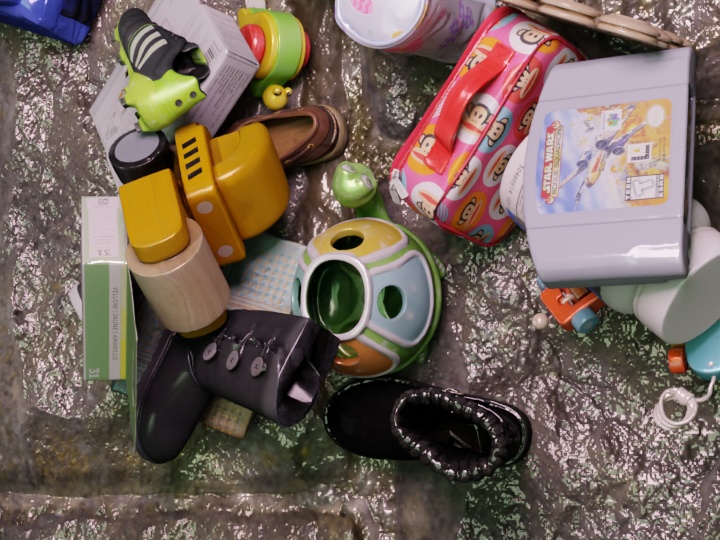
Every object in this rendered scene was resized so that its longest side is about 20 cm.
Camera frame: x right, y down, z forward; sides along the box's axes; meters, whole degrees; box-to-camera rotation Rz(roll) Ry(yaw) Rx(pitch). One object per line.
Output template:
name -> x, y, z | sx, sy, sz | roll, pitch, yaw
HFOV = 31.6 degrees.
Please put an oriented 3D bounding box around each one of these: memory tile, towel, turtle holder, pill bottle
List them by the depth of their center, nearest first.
pill bottle -> 0.220, -0.035, 1.069 | 0.114, 0.114, 0.200 | -51, 52, 11
memory tile -> 0.198, -0.214, 1.082 | 0.153, 0.200, 0.017 | 21, 103, 22
turtle holder -> 0.008, 0.008, 1.177 | 0.141, 0.132, 0.186 | 29, 98, 19
towel -> -0.144, 0.049, 1.253 | 0.147, 0.022, 0.200 | 20, 85, 1

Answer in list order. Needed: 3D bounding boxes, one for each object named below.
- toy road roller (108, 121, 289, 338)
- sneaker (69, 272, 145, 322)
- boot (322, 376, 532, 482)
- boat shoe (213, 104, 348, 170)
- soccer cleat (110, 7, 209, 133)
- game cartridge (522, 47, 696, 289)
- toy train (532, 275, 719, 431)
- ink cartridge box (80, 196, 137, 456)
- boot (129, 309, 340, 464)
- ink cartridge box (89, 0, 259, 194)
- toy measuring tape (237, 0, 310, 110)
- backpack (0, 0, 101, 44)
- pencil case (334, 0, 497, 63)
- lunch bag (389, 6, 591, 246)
toy road roller -> -0.136, -0.053, 1.151 | 0.146, 0.123, 0.200 | -19, 45, 2
sneaker -> -0.209, 0.059, 1.286 | 0.099, 0.071, 0.200 | -46, 70, 18
boot -> 0.045, 0.139, 1.143 | 0.211, 0.158, 0.079 | 1, 88, 20
boat shoe -> -0.113, -0.119, 1.262 | 0.200, 0.068, 0.072 | -18, 82, 19
soccer cleat -> -0.187, -0.197, 1.202 | 0.081, 0.068, 0.200 | -24, 39, 3
game cartridge -> 0.197, -0.083, 1.014 | 0.133, 0.042, 0.200 | -2, 65, 22
toy train -> 0.253, 0.048, 1.114 | 0.150, 0.056, 0.200 | -43, 54, 4
ink cartridge box -> -0.228, 0.048, 1.146 | 0.048, 0.200, 0.146 | 0, 129, -11
boot -> -0.117, 0.112, 1.144 | 0.200, 0.066, 0.165 | 10, 83, 45
ink cartridge box -> -0.194, -0.181, 1.280 | 0.200, 0.044, 0.174 | -53, 41, 23
toy measuring tape -> -0.090, -0.258, 1.258 | 0.074, 0.074, 0.200 | -10, 81, 20
backpack -> -0.339, -0.356, 1.307 | 0.162, 0.168, 0.200 | 20, 91, 13
pencil case -> 0.055, -0.234, 1.139 | 0.091, 0.200, 0.083 | -13, 89, 26
lunch bag -> 0.116, -0.124, 1.117 | 0.082, 0.176, 0.200 | 38, 100, 29
